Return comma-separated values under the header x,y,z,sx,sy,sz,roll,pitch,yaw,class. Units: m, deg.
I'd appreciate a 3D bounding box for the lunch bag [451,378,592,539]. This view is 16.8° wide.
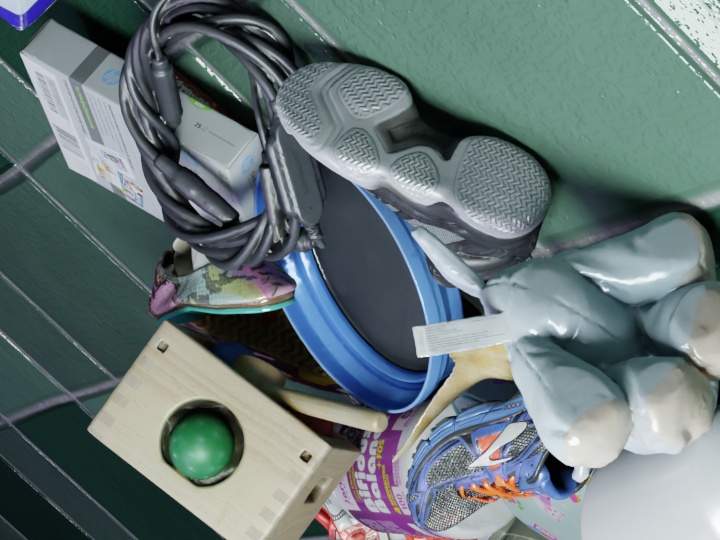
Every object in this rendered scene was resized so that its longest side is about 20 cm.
x,y,z,sx,sy,sz,roll,pitch,yaw,class
0.151,0.130,1.736,0.160,0.077,0.201,27,156,35,lunch bag

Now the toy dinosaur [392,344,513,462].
x,y,z,sx,sy,sz,roll,pitch,yaw,class
0.095,0.053,1.618,0.200,0.100,0.059,-48,52,42,toy dinosaur

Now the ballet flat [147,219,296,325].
x,y,z,sx,sy,sz,roll,pitch,yaw,class
-0.108,0.000,1.772,0.200,0.069,0.072,-9,91,65,ballet flat

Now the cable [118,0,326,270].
x,y,z,sx,sy,sz,roll,pitch,yaw,class
-0.097,-0.099,1.651,0.162,0.051,0.201,1,117,45,cable

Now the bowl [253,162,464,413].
x,y,z,sx,sy,sz,roll,pitch,yaw,class
0.000,0.000,1.689,0.200,0.039,0.202,40,145,36,bowl

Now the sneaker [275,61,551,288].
x,y,z,sx,sy,sz,roll,pitch,yaw,class
0.033,-0.053,1.556,0.199,0.076,0.114,28,154,23,sneaker

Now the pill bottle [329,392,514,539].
x,y,z,sx,sy,sz,roll,pitch,yaw,class
0.042,0.153,1.923,0.112,0.112,0.200,46,158,-17,pill bottle

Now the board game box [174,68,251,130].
x,y,z,sx,sy,sz,roll,pitch,yaw,class
-0.127,-0.087,1.851,0.103,0.019,0.200,38,160,1,board game box

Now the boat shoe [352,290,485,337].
x,y,z,sx,sy,sz,roll,pitch,yaw,class
0.021,0.034,1.785,0.076,0.060,0.200,47,159,-19,boat shoe

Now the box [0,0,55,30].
x,y,z,sx,sy,sz,roll,pitch,yaw,class
-0.254,-0.279,1.549,0.183,0.105,0.200,36,160,10,box

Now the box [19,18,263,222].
x,y,z,sx,sy,sz,roll,pitch,yaw,class
-0.149,-0.088,1.801,0.199,0.041,0.156,31,158,25,box

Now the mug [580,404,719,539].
x,y,z,sx,sy,sz,roll,pitch,yaw,class
0.254,0.146,1.556,0.150,0.185,0.153,70,155,14,mug

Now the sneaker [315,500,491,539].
x,y,z,sx,sy,sz,roll,pitch,yaw,class
0.046,0.214,2.048,0.201,0.108,0.067,32,159,18,sneaker

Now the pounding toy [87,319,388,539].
x,y,z,sx,sy,sz,roll,pitch,yaw,class
-0.079,0.117,1.800,0.184,0.143,0.200,36,180,10,pounding toy

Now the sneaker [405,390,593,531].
x,y,z,sx,sy,sz,roll,pitch,yaw,class
0.106,0.122,1.602,0.075,0.079,0.200,14,137,-42,sneaker

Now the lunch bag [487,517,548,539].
x,y,z,sx,sy,sz,roll,pitch,yaw,class
0.148,0.283,1.884,0.164,0.200,0.118,11,146,54,lunch bag

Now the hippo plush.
x,y,z,sx,sy,sz,roll,pitch,yaw,class
0.141,0.072,1.452,0.198,0.160,0.161,-6,146,9,hippo plush

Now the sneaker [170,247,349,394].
x,y,z,sx,sy,sz,roll,pitch,yaw,class
-0.075,0.047,1.948,0.199,0.075,0.090,28,165,20,sneaker
